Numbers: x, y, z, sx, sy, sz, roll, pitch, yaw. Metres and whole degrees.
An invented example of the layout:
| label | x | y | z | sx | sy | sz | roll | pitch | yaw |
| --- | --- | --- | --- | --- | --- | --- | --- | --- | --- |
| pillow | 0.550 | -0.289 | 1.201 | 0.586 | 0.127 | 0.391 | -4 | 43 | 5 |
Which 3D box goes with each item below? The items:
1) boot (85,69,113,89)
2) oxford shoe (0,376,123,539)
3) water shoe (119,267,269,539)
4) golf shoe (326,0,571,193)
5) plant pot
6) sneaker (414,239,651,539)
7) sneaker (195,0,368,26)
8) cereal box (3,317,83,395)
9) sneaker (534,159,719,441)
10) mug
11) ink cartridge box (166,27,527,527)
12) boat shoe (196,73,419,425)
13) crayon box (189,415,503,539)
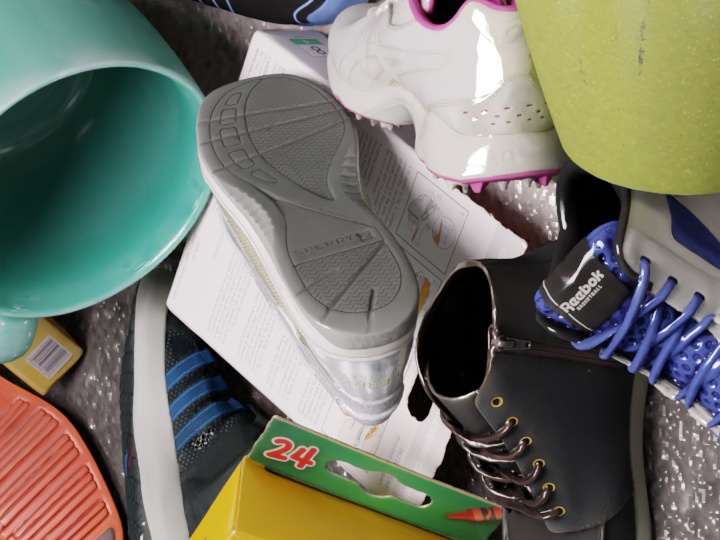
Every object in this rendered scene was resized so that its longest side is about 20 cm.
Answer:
| label | x | y | z | sx | sy | sz | roll | pitch | yaw |
| --- | --- | --- | --- | --- | --- | --- | --- | --- | --- |
| boot | -0.182 | -0.096 | 1.478 | 0.143 | 0.202 | 0.071 | 12 | 60 | 13 |
| oxford shoe | -0.198 | 0.102 | 1.538 | 0.200 | 0.071 | 0.073 | 46 | 169 | 22 |
| water shoe | -0.080 | 0.086 | 1.395 | 0.072 | 0.078 | 0.201 | 105 | 163 | -49 |
| golf shoe | 0.038 | -0.101 | 1.211 | 0.200 | 0.075 | 0.092 | -140 | 44 | -61 |
| plant pot | 0.128 | -0.139 | 1.077 | 0.187 | 0.187 | 0.201 | 31 | 130 | 42 |
| sneaker | 0.068 | 0.084 | 1.199 | 0.075 | 0.106 | 0.201 | 11 | 102 | 46 |
| sneaker | -0.079 | -0.160 | 1.358 | 0.199 | 0.078 | 0.071 | 15 | 105 | 46 |
| cereal box | -0.249 | -0.027 | 1.516 | 0.040 | 0.144 | 0.200 | -46 | 53 | -2 |
| sneaker | 0.132 | 0.027 | 1.118 | 0.081 | 0.115 | 0.200 | -49 | 59 | 39 |
| mug | -0.171 | -0.060 | 1.346 | 0.185 | 0.152 | 0.115 | -42 | 50 | 6 |
| ink cartridge box | 0.000 | 0.000 | 1.316 | 0.200 | 0.050 | 0.162 | 38 | 120 | 34 |
| boat shoe | -0.025 | -0.016 | 1.237 | 0.202 | 0.074 | 0.065 | -121 | 22 | -45 |
| crayon box | -0.029 | 0.164 | 1.287 | 0.051 | 0.126 | 0.200 | -84 | 20 | -48 |
